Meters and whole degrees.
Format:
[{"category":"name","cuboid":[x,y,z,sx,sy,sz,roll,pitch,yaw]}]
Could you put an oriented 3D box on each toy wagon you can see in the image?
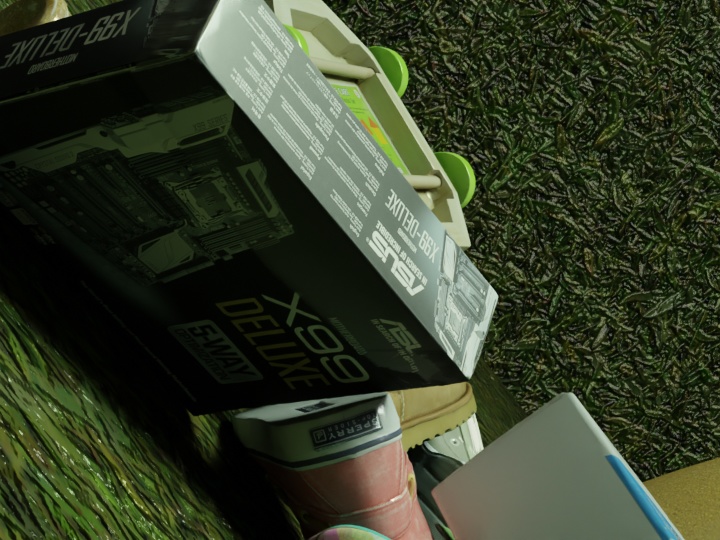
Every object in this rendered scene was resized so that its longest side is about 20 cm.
[{"category":"toy wagon","cuboid":[-0.012,-0.091,1.011,0.200,0.040,0.155,58,18,10]}]

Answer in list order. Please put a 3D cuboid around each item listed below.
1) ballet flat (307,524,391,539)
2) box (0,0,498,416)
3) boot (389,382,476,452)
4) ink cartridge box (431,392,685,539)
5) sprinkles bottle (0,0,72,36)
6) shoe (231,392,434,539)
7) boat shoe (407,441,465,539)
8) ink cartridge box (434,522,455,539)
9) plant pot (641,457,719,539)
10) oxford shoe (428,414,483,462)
[{"category":"ballet flat","cuboid":[0.041,0.191,0.817,0.200,0.069,0.071,52,30,-17]},{"category":"box","cuboid":[-0.060,-0.023,0.831,0.200,0.157,0.050,50,47,-35]},{"category":"boot","cuboid":[0.000,0.000,1.117,0.175,0.066,0.201,-23,100,-69]},{"category":"ink cartridge box","cuboid":[0.132,0.173,0.891,0.200,0.086,0.147,54,3,-24]},{"category":"sprinkles bottle","cuboid":[-0.111,-0.042,0.975,0.200,0.068,0.068,50,5,-30]},{"category":"shoe","cuboid":[-0.011,0.104,0.931,0.200,0.071,0.091,175,-100,-82]},{"category":"boat shoe","cuboid":[0.045,0.142,1.114,0.067,0.073,0.200,51,4,-16]},{"category":"ink cartridge box","cuboid":[0.078,0.219,0.940,0.200,0.059,0.104,54,4,17]},{"category":"plant pot","cuboid":[0.168,0.199,1.140,0.187,0.200,0.186,52,5,-7]},{"category":"oxford shoe","cuboid":[0.059,0.156,1.313,0.075,0.058,0.200,93,-13,-46]}]
